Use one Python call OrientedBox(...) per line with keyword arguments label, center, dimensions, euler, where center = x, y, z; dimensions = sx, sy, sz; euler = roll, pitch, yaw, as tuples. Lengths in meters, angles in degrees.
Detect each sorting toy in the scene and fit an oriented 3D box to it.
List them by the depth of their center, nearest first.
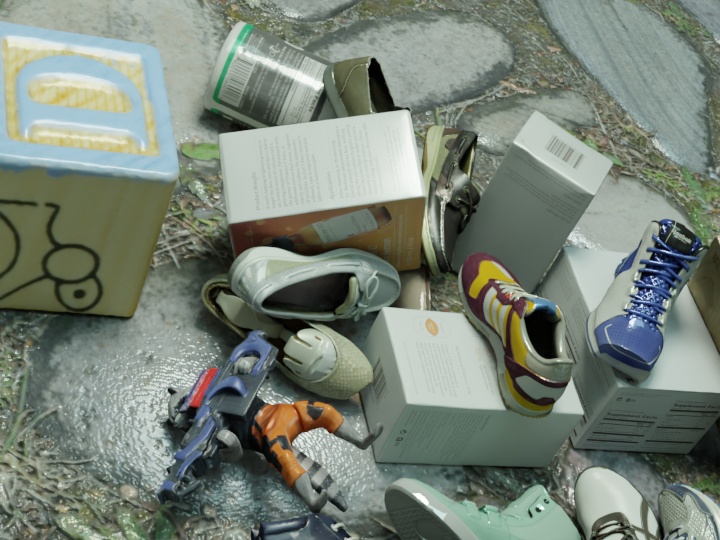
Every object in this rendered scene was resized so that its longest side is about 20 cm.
OrientedBox(label="sorting toy", center=(0.426, 0.085, 1.414), dimensions=(0.069, 0.200, 0.201), euler=(-11, 68, -4))

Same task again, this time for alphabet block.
OrientedBox(label="alphabet block", center=(-0.297, -0.096, 1.268), dimensions=(0.193, 0.201, 0.198), euler=(7, 45, -22))

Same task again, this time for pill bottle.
OrientedBox(label="pill bottle", center=(-0.078, -0.206, 1.553), dimensions=(0.198, 0.114, 0.114), euler=(25, 42, -3))

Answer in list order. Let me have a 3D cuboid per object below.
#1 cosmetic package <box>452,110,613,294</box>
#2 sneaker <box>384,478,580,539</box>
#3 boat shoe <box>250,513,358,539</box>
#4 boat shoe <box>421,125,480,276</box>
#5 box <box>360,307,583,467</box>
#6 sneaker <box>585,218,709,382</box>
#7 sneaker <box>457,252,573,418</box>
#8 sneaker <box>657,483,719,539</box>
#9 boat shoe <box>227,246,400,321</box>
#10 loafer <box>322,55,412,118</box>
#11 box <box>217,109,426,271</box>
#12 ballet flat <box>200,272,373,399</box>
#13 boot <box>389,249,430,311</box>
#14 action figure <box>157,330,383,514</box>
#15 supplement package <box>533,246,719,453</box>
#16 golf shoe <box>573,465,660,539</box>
OrientedBox(label="cosmetic package", center=(0.188, -0.063, 1.481), dimensions=(0.112, 0.201, 0.081), euler=(34, 43, 4))
OrientedBox(label="sneaker", center=(0.119, 0.238, 1.239), dimensions=(0.200, 0.074, 0.119), euler=(37, 48, -3))
OrientedBox(label="boat shoe", center=(-0.006, 0.259, 1.144), dimensions=(0.198, 0.075, 0.094), euler=(2, 67, -25))
OrientedBox(label="boat shoe", center=(0.100, -0.084, 1.437), dimensions=(0.064, 0.073, 0.202), euler=(-6, 54, 14))
OrientedBox(label="box", center=(0.108, 0.121, 1.334), dimensions=(0.198, 0.098, 0.125), euler=(6, 45, -21))
OrientedBox(label="sneaker", center=(0.303, 0.010, 1.364), dimensions=(0.080, 0.116, 0.200), euler=(26, 42, 4))
OrientedBox(label="sneaker", center=(0.161, 0.043, 1.296), dimensions=(0.074, 0.091, 0.201), euler=(-1, 48, -27))
OrientedBox(label="sneaker", center=(0.327, 0.299, 1.288), dimensions=(0.084, 0.077, 0.201), euler=(3, 46, -18))
OrientedBox(label="boat shoe", center=(-0.037, 0.021, 1.298), dimensions=(0.200, 0.075, 0.065), euler=(8, 29, -40))
OrientedBox(label="loafer", center=(0.026, -0.152, 1.464), dimensions=(0.075, 0.069, 0.202), euler=(-31, 95, -57))
OrientedBox(label="box", center=(-0.039, -0.069, 1.348), dimensions=(0.197, 0.153, 0.108), euler=(-8, 63, -3))
OrientedBox(label="ballet flat", center=(-0.080, 0.070, 1.310), dimensions=(0.199, 0.068, 0.062), euler=(30, 6, 14))
OrientedBox(label="boot", center=(0.000, 0.000, 1.432), dimensions=(0.144, 0.071, 0.201), euler=(8, 44, -11))
OrientedBox(label="action figure", center=(-0.103, 0.165, 1.194), dimensions=(0.192, 0.105, 0.201), euler=(23, 51, 19))
OrientedBox(label="supplement package", center=(0.297, 0.088, 1.453), dimensions=(0.154, 0.111, 0.202), euler=(5, 47, -22))
OrientedBox(label="golf shoe", center=(0.251, 0.267, 1.242), dimensions=(0.095, 0.077, 0.202), euler=(47, 20, -53))
